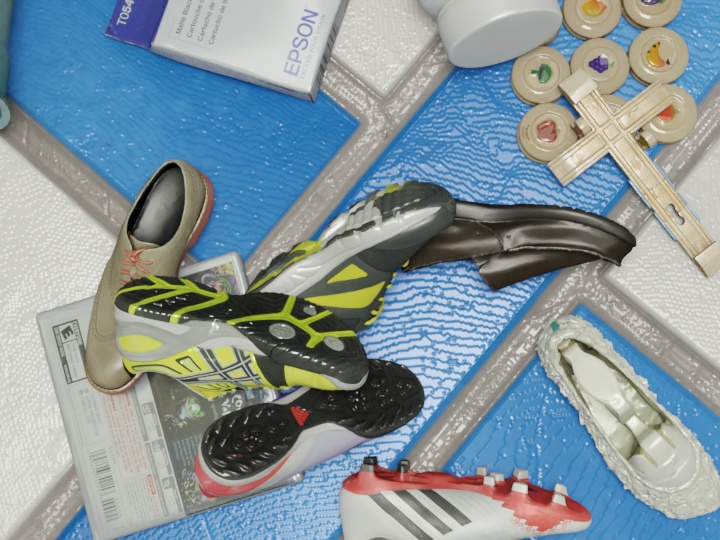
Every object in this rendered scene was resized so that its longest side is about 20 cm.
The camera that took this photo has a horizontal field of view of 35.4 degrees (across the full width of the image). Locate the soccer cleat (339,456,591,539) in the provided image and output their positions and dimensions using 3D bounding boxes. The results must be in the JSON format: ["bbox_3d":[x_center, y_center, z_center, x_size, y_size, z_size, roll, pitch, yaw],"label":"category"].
[{"bbox_3d":[0.080,0.200,0.897,0.200,0.069,0.085,5,93,8],"label":"soccer cleat"}]

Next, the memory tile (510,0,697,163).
[{"bbox_3d":[0.198,-0.196,0.953,0.153,0.017,0.200,-8,83,3],"label":"memory tile"}]

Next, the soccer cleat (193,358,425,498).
[{"bbox_3d":[-0.041,0.126,0.900,0.200,0.073,0.068,-19,67,-28],"label":"soccer cleat"}]

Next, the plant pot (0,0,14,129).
[{"bbox_3d":[-0.366,-0.239,0.922,0.200,0.200,0.197,8,77,5],"label":"plant pot"}]

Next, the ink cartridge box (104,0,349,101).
[{"bbox_3d":[-0.103,-0.268,0.971,0.200,0.041,0.200,17,85,6],"label":"ink cartridge box"}]

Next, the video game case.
[{"bbox_3d":[-0.160,0.105,0.945,0.181,0.023,0.200,-17,82,3],"label":"video game case"}]

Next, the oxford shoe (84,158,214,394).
[{"bbox_3d":[-0.181,0.001,0.910,0.070,0.075,0.200,16,82,8],"label":"oxford shoe"}]

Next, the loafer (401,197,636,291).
[{"bbox_3d":[0.121,-0.017,0.917,0.200,0.073,0.072,5,88,15],"label":"loafer"}]

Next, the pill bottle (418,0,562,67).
[{"bbox_3d":[0.087,-0.275,0.914,0.114,0.114,0.200,-17,78,2],"label":"pill bottle"}]

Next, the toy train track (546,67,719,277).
[{"bbox_3d":[0.232,-0.080,0.917,0.115,0.033,0.200,-38,90,3],"label":"toy train track"}]

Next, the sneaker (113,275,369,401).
[{"bbox_3d":[-0.091,0.061,0.870,0.200,0.075,0.077,14,118,7],"label":"sneaker"}]

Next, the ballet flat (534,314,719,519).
[{"bbox_3d":[0.210,0.120,0.893,0.072,0.072,0.200,-41,83,-1],"label":"ballet flat"}]

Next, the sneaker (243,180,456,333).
[{"bbox_3d":[0.000,0.000,0.904,0.200,0.075,0.085,-29,111,26],"label":"sneaker"}]
